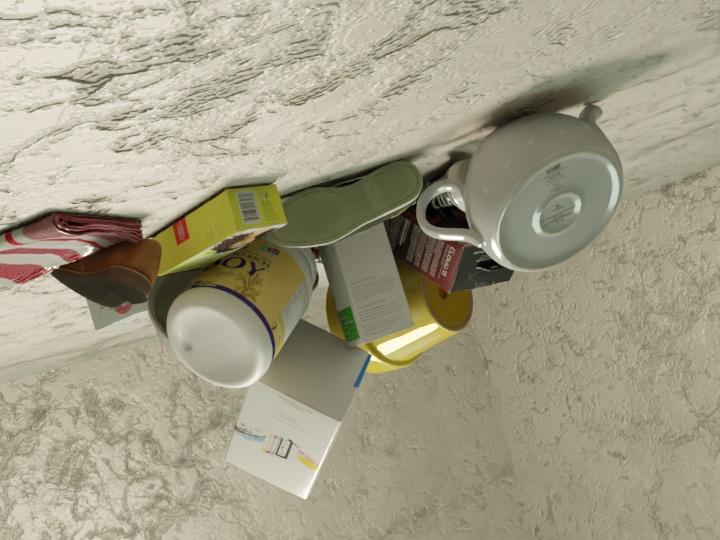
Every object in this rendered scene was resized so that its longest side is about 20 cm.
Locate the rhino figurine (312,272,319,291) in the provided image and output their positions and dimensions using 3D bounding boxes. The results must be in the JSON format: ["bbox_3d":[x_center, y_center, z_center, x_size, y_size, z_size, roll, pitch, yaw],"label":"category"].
[{"bbox_3d":[-0.139,0.016,1.378,0.088,0.060,0.199,-55,-153,-14],"label":"rhino figurine"}]

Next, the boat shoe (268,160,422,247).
[{"bbox_3d":[-0.018,-0.074,0.932,0.199,0.073,0.061,-19,172,0],"label":"boat shoe"}]

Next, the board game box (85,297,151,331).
[{"bbox_3d":[-0.330,0.041,1.261,0.146,0.065,0.199,-20,176,24],"label":"board game box"}]

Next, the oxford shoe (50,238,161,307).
[{"bbox_3d":[-0.292,-0.002,0.878,0.198,0.072,0.071,-3,146,41],"label":"oxford shoe"}]

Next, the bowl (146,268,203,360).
[{"bbox_3d":[-0.218,0.076,1.112,0.199,0.202,0.091,-13,142,-34],"label":"bowl"}]

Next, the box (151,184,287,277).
[{"bbox_3d":[-0.173,-0.043,0.878,0.075,0.051,0.199,-13,175,-42],"label":"box"}]

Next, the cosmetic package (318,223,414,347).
[{"bbox_3d":[0.000,0.000,1.080,0.084,0.203,0.108,-17,174,-15],"label":"cosmetic package"}]

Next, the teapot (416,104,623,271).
[{"bbox_3d":[0.194,-0.105,0.884,0.198,0.147,0.199,9,123,-33],"label":"teapot"}]

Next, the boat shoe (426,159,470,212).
[{"bbox_3d":[0.128,-0.108,1.050,0.092,0.076,0.199,-12,179,24],"label":"boat shoe"}]

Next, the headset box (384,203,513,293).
[{"bbox_3d":[0.134,-0.042,1.125,0.147,0.076,0.199,-8,-147,-42],"label":"headset box"}]

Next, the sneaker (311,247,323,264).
[{"bbox_3d":[-0.057,-0.022,1.160,0.197,0.114,0.071,-16,178,-14],"label":"sneaker"}]

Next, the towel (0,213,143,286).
[{"bbox_3d":[-0.341,-0.015,0.772,0.198,0.023,0.144,-18,175,18],"label":"towel"}]

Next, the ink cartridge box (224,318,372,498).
[{"bbox_3d":[-0.094,0.206,1.128,0.148,0.143,0.201,-61,175,-51],"label":"ink cartridge box"}]

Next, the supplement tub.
[{"bbox_3d":[-0.149,0.040,0.999,0.144,0.146,0.201,-19,-156,31],"label":"supplement tub"}]

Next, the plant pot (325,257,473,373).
[{"bbox_3d":[0.074,0.055,1.239,0.199,0.204,0.188,-12,174,-46],"label":"plant pot"}]
